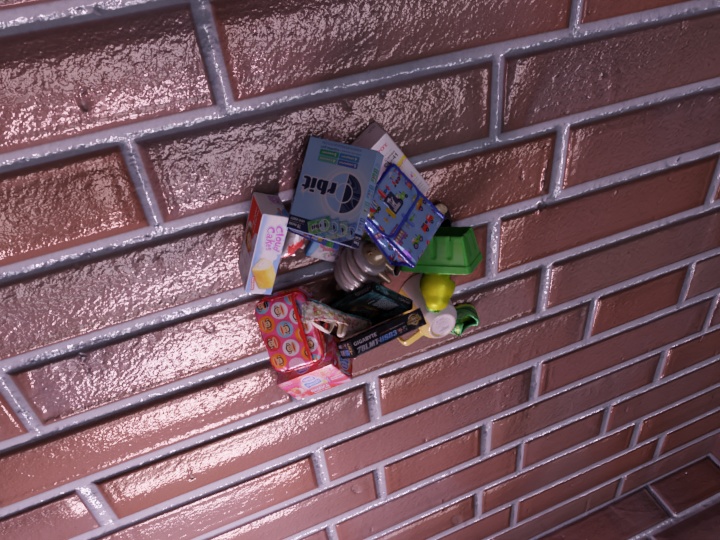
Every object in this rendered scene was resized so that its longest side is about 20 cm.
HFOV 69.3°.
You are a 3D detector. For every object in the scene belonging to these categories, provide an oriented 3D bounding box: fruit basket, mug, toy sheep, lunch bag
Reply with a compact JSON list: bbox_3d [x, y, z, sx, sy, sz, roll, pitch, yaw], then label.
[{"bbox_3d":[0.210,-0.003,1.365,0.155,0.212,0.220,-36,146,-55],"label":"fruit basket"},{"bbox_3d":[0.194,0.127,1.495,0.146,0.154,0.190,7,118,-28],"label":"mug"},{"bbox_3d":[0.000,0.000,1.307,0.136,0.140,0.200,21,132,-33],"label":"toy sheep"},{"bbox_3d":[-0.165,0.148,1.339,0.172,0.082,0.205,-15,100,8],"label":"lunch bag"},{"bbox_3d":[0.078,-0.131,1.194,0.200,0.093,0.152,45,70,-29],"label":"lunch bag"}]

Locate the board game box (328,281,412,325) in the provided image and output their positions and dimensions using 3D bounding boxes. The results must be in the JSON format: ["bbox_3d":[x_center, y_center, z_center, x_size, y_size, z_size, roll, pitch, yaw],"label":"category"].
[{"bbox_3d":[0.019,0.094,1.316,0.133,0.029,0.198,25,145,-31],"label":"board game box"}]

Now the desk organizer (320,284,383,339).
[{"bbox_3d":[-0.019,0.095,1.432,0.198,0.072,0.077,-38,126,2],"label":"desk organizer"}]

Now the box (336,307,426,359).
[{"bbox_3d":[0.048,0.163,1.316,0.195,0.200,0.051,-24,85,-14],"label":"box"}]

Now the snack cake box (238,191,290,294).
[{"bbox_3d":[-0.228,-0.062,1.209,0.066,0.116,0.204,5,119,-25],"label":"snack cake box"}]

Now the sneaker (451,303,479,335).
[{"bbox_3d":[0.276,0.158,1.594,0.195,0.084,0.076,-16,127,-13],"label":"sneaker"}]

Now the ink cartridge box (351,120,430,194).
[{"bbox_3d":[0.052,-0.225,1.249,0.147,0.086,0.199,-43,129,8],"label":"ink cartridge box"}]

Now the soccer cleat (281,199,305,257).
[{"bbox_3d":[-0.145,-0.123,1.243,0.085,0.069,0.201,34,100,-27],"label":"soccer cleat"}]

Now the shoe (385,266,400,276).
[{"bbox_3d":[0.105,-0.077,1.386,0.068,0.054,0.204,-1,121,-23],"label":"shoe"}]

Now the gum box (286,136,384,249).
[{"bbox_3d":[-0.056,-0.167,1.110,0.044,0.166,0.205,9,98,-67],"label":"gum box"}]

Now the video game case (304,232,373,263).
[{"bbox_3d":[-0.026,-0.071,1.332,0.196,0.018,0.144,13,131,-30],"label":"video game case"}]

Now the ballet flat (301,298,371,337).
[{"bbox_3d":[-0.063,0.128,1.294,0.196,0.075,0.066,21,73,-25],"label":"ballet flat"}]

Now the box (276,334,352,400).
[{"bbox_3d":[-0.125,0.270,1.436,0.197,0.097,0.100,-24,132,26],"label":"box"}]

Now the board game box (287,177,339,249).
[{"bbox_3d":[-0.081,-0.165,1.165,0.034,0.133,0.205,10,99,-68],"label":"board game box"}]

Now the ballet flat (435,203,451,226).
[{"bbox_3d":[0.232,-0.094,1.429,0.065,0.057,0.203,-23,127,-9],"label":"ballet flat"}]

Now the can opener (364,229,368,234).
[{"bbox_3d":[0.005,-0.118,1.248,0.198,0.066,0.054,33,62,-23],"label":"can opener"}]
